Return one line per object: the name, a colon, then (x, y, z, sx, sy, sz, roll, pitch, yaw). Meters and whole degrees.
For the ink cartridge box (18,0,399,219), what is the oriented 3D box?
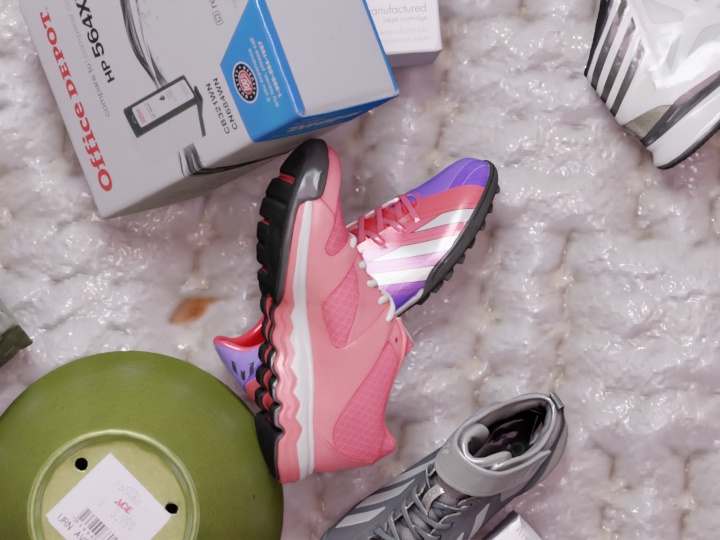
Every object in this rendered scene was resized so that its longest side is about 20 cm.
ink cartridge box: (-0.090, -0.128, 1.664, 0.084, 0.200, 0.146, -18, 85, -43)

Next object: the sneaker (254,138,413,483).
sneaker: (-0.013, 0.022, 1.672, 0.087, 0.074, 0.200, -1, 104, -14)

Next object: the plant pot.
plant pot: (-0.135, 0.137, 1.651, 0.187, 0.200, 0.187, 0, 87, -3)

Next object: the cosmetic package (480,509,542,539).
cosmetic package: (0.130, 0.243, 1.731, 0.083, 0.051, 0.200, -43, 89, -5)

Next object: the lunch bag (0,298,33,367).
lunch bag: (-0.314, 0.006, 1.695, 0.164, 0.118, 0.200, -37, 83, -4)

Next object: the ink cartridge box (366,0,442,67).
ink cartridge box: (-0.018, -0.221, 1.740, 0.116, 0.068, 0.200, -5, 87, -3)

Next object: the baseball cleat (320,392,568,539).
baseball cleat: (0.037, 0.136, 1.705, 0.200, 0.106, 0.070, -43, 76, -9)

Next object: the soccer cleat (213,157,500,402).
soccer cleat: (0.000, 0.000, 1.726, 0.073, 0.068, 0.200, 42, 90, -15)

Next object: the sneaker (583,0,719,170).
sneaker: (0.215, -0.167, 1.743, 0.200, 0.076, 0.115, -44, 91, -1)
